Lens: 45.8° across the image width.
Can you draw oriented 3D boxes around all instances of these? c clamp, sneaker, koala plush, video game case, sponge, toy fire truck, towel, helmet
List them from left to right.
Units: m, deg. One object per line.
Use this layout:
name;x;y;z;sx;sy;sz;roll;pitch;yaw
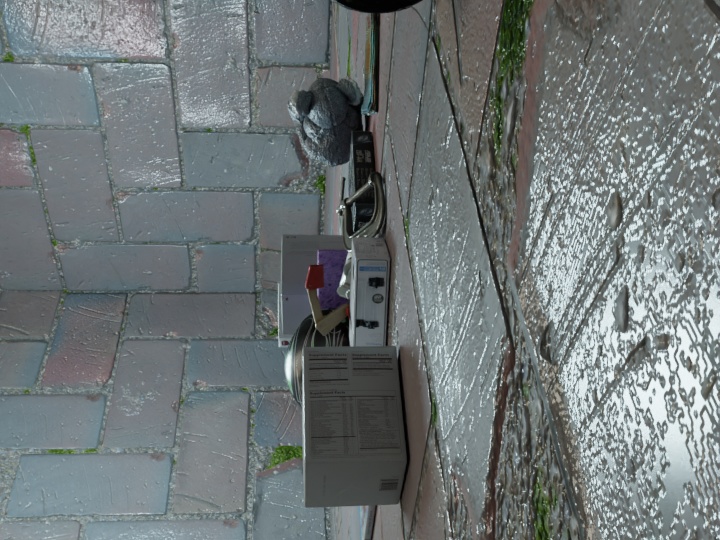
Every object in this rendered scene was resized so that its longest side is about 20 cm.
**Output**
helmet;-0.066;0.195;1.746;0.191;0.199;0.200;-91;3;-54
koala plush;-0.067;-0.346;1.861;0.200;0.177;0.184;86;172;-68
toy fire truck;-0.036;0.090;1.633;0.049;0.141;0.201;-138;49;-84
sponge;-0.039;0.056;1.848;0.030;0.111;0.201;-130;41;-81
c clamp;-0.003;-0.125;1.609;0.200;0.027;0.171;-24;60;61
sneaker;0.000;0.000;1.718;0.200;0.076;0.081;110;172;-63
video game case;0.013;0.473;1.780;0.200;0.018;0.143;95;173;-45
towel;0.019;-0.415;1.714;0.147;0.022;0.201;-123;33;-80

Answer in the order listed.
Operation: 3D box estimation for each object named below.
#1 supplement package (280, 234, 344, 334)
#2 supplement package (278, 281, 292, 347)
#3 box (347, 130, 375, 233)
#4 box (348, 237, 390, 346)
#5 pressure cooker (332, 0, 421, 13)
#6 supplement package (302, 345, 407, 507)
supplement package;-0.095;0.033;2.048;0.147;0.191;0.200;94;174;-46
supplement package;-0.117;0.117;2.248;0.111;0.199;0.156;105;165;-72
box;0.001;-0.164;1.777;0.160;0.043;0.200;97;172;-54
box;0.014;0.052;1.524;0.117;0.060;0.201;-100;11;-68
pressure cooker;0.013;-0.380;0.869;0.200;0.175;0.179;-100;15;-47
supplement package;-0.015;0.241;1.324;0.152;0.150;0.200;95;173;-50
